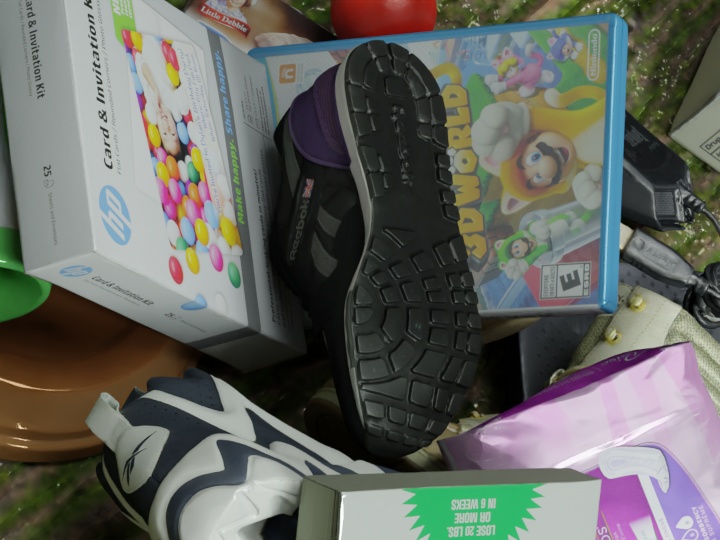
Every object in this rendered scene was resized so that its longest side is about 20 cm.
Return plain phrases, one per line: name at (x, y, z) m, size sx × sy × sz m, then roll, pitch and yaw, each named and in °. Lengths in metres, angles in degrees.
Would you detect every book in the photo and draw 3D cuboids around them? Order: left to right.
book at (0.031, 0.185, 1.232) m, size 0.133 × 0.048 × 0.200 m, roll 0°, pitch 99°, yaw -30°

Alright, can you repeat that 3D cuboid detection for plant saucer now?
plant saucer at (-0.158, -0.008, 1.374) m, size 0.200 × 0.037 × 0.200 m, roll 12°, pitch 60°, yaw -22°

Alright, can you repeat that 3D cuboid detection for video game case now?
video game case at (0.031, -0.045, 1.397) m, size 0.018 × 0.200 × 0.143 m, roll 26°, pitch 64°, yaw -60°

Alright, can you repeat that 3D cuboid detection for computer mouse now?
computer mouse at (0.128, -0.039, 1.512) m, size 0.200 × 0.046 × 0.140 m, roll 39°, pitch 27°, yaw 3°

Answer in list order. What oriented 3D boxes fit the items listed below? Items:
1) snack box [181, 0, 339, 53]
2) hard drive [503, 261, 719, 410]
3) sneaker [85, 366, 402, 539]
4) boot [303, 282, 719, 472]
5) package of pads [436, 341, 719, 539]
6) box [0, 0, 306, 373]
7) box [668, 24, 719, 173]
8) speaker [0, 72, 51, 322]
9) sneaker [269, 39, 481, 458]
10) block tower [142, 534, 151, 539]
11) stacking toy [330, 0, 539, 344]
snack box at (-0.009, -0.077, 1.497) m, size 0.200 × 0.024 × 0.072 m, roll 33°, pitch 57°, yaw -11°
hard drive at (0.136, 0.093, 1.479) m, size 0.135 × 0.042 × 0.200 m, roll 6°, pitch 64°, yaw -26°
sneaker at (-0.045, 0.094, 1.290) m, size 0.130 × 0.080 × 0.199 m, roll 39°, pitch 17°, yaw 36°
boot at (0.086, 0.067, 1.401) m, size 0.200 × 0.072 × 0.155 m, roll 31°, pitch 67°, yaw -4°
package of pads at (0.124, 0.142, 1.314) m, size 0.120 × 0.076 × 0.200 m, roll -22°, pitch 91°, yaw -13°
box at (-0.095, -0.051, 1.338) m, size 0.200 × 0.041 × 0.156 m, roll 29°, pitch 48°, yaw -59°
box at (0.294, -0.081, 1.602) m, size 0.200 × 0.128 × 0.109 m, roll 35°, pitch 54°, yaw -9°
speaker at (-0.183, -0.080, 1.320) m, size 0.088 × 0.088 × 0.200 m, roll 6°, pitch 63°, yaw -26°
sneaker at (0.000, 0.000, 1.356) m, size 0.076 × 0.088 × 0.200 m, roll 16°, pitch 59°, yaw -34°
block tower at (-0.006, 0.158, 1.361) m, size 0.200 × 0.058 × 0.054 m, roll 21°, pitch 58°, yaw -19°
stacking toy at (0.033, -0.064, 1.452) m, size 0.085 × 0.085 × 0.200 m, roll -5°, pitch 72°, yaw -30°
